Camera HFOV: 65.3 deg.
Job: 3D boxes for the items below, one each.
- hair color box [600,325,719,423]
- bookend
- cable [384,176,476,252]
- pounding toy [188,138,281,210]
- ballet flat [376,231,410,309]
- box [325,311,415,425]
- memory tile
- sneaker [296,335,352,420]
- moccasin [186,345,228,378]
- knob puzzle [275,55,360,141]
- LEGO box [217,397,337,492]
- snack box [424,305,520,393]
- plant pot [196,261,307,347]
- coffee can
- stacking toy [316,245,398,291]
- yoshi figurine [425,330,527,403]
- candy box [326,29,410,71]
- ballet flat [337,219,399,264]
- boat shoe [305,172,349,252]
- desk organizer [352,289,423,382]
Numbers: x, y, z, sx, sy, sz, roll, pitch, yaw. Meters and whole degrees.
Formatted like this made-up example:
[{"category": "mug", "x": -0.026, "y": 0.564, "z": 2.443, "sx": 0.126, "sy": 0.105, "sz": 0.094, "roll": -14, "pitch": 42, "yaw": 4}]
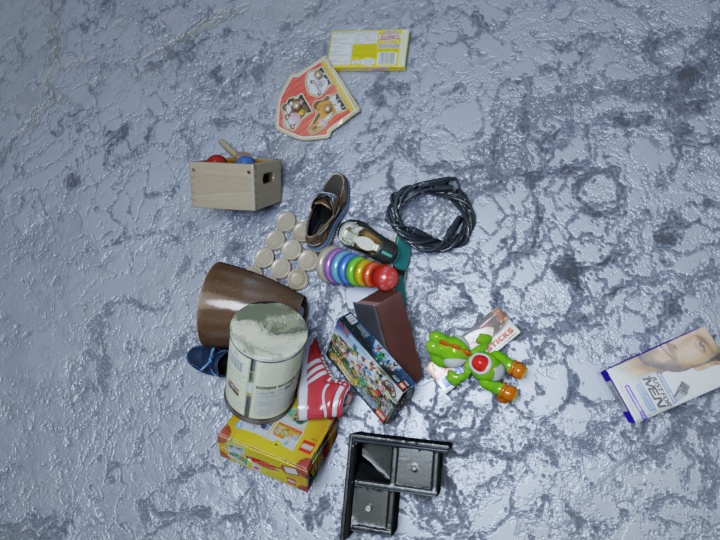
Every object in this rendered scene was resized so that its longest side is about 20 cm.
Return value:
[{"category": "hair color box", "x": 0.576, "y": 0.197, "z": 1.058, "sx": 0.199, "sy": 0.065, "sz": 0.110, "roll": -26, "pitch": 72, "yaw": 4}, {"category": "bookend", "x": 0.072, "y": 0.430, "z": 1.102, "sx": 0.197, "sy": 0.092, "sz": 0.201, "roll": 4, "pitch": 79, "yaw": 14}, {"category": "cable", "x": 0.149, "y": -0.116, "z": 1.222, "sx": 0.199, "sy": 0.051, "sz": 0.164, "roll": -14, "pitch": 86, "yaw": -14}, {"category": "pounding toy", "x": -0.290, "y": -0.228, "z": 1.307, "sx": 0.183, "sy": 0.200, "sz": 0.143, "roll": 5, "pitch": 106, "yaw": 14}, {"category": "ballet flat", "x": 0.066, "y": 0.006, "z": 1.222, "sx": 0.071, "sy": 0.072, "sz": 0.201, "roll": 2, "pitch": 77, "yaw": 13}, {"category": "box", "x": 0.014, "y": 0.200, "z": 1.144, "sx": 0.038, "sy": 0.137, "sz": 0.200, "roll": -26, "pitch": 61, "yaw": -35}, {"category": "memory tile", "x": -0.172, "y": -0.026, "z": 1.309, "sx": 0.153, "sy": 0.017, "sz": 0.201, "roll": 30, "pitch": 84, "yaw": 18}, {"category": "sneaker", "x": -0.072, "y": 0.224, "z": 1.179, "sx": 0.112, "sy": 0.071, "sz": 0.201, "roll": 0, "pitch": 46, "yaw": -1}, {"category": "moccasin", "x": -0.304, "y": 0.201, "z": 1.257, "sx": 0.199, "sy": 0.068, "sz": 0.081, "roll": 6, "pitch": 78, "yaw": 15}, {"category": "knob puzzle", "x": -0.127, "y": -0.406, "z": 1.373, "sx": 0.218, "sy": 0.030, "sz": 0.221, "roll": -2, "pitch": 84, "yaw": 14}, {"category": "LEGO box", "x": -0.164, "y": 0.336, "z": 1.148, "sx": 0.199, "sy": 0.078, "sz": 0.149, "roll": 17, "pitch": 40, "yaw": 16}, {"category": "snack box", "x": 0.232, "y": 0.165, "z": 1.165, "sx": 0.200, "sy": 0.024, "sz": 0.072, "roll": -40, "pitch": 73, "yaw": 1}, {"category": "plant pot", "x": -0.222, "y": 0.088, "z": 1.211, "sx": 0.199, "sy": 0.187, "sz": 0.188, "roll": 8, "pitch": 79, "yaw": 6}, {"category": "coffee can", "x": -0.188, "y": 0.182, "z": 1.101, "sx": 0.145, "sy": 0.201, "sz": 0.147, "roll": 9, "pitch": 40, "yaw": -8}, {"category": "stacking toy", "x": 0.000, "y": 0.000, "z": 1.188, "sx": 0.199, "sy": 0.085, "sz": 0.086, "roll": 12, "pitch": 78, "yaw": 42}, {"category": "yoshi figurine", "x": 0.218, "y": 0.181, "z": 1.118, "sx": 0.199, "sy": 0.113, "sz": 0.112, "roll": 27, "pitch": 126, "yaw": 1}, {"category": "candy box", "x": 0.019, "y": -0.541, "z": 1.383, "sx": 0.199, "sy": 0.026, "sz": 0.103, "roll": 5, "pitch": 77, "yaw": 15}, {"category": "ballet flat", "x": 0.000, "y": -0.072, "z": 1.212, "sx": 0.200, "sy": 0.068, "sz": 0.068, "roll": 26, "pitch": 96, "yaw": 44}, {"category": "boat shoe", "x": -0.074, "y": -0.143, "z": 1.276, "sx": 0.072, "sy": 0.072, "sz": 0.201, "roll": 10, "pitch": 70, "yaw": 14}, {"category": "desk organizer", "x": 0.059, "y": 0.144, "z": 1.153, "sx": 0.072, "sy": 0.077, "sz": 0.201, "roll": 4, "pitch": 114, "yaw": 51}]
